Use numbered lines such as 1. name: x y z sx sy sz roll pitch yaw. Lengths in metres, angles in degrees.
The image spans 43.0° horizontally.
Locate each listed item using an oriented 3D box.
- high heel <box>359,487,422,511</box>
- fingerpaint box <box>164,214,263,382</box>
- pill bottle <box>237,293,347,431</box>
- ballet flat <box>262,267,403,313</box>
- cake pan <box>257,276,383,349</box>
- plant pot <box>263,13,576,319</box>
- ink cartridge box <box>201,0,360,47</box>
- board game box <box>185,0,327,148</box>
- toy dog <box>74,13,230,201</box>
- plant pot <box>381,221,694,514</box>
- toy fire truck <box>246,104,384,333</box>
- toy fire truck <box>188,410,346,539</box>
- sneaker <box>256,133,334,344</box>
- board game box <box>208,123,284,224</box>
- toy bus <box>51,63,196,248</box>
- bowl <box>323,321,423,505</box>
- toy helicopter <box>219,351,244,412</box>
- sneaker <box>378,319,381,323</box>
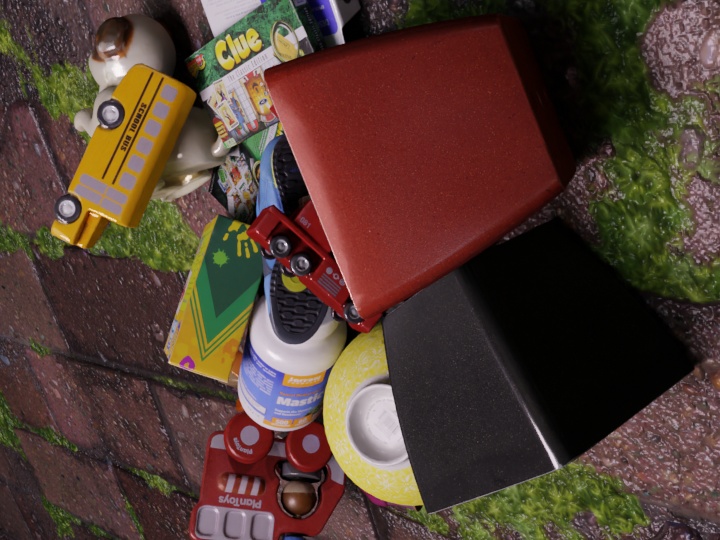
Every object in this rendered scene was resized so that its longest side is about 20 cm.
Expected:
1. high heel: 0.017 0.220 1.130 0.095 0.067 0.203 8 125 31
2. fingerpaint box: -0.167 0.032 1.064 0.072 0.169 0.200 19 174 -12
3. pill bottle: -0.076 0.087 1.034 0.112 0.112 0.201 41 144 17
4. ballet flat: 0.000 0.000 0.925 0.196 0.069 0.069 11 151 -3
5. cake pan: -0.056 0.043 1.113 0.199 0.037 0.203 27 133 33
6. plant pot: 0.067 -0.103 0.738 0.174 0.200 0.203 -20 96 21
7. ink cartridge box: -0.091 -0.282 0.915 0.196 0.043 0.203 1 115 46
8. board game box: -0.102 -0.199 0.922 0.199 0.023 0.106 -15 101 51
9. toy dog: -0.247 -0.195 1.057 0.192 0.139 0.203 -25 88 38
10. plant pot: 0.135 0.076 0.820 0.200 0.198 0.179 -37 79 52
11. toy fire truck: -0.028 -0.056 0.838 0.200 0.142 0.049 41 167 -13
12. toy fire truck: -0.119 0.287 1.211 0.197 0.171 0.112 11 157 -13
13. sneaker: -0.067 -0.031 0.890 0.078 0.065 0.204 171 97 -68
14. board game box: -0.125 -0.132 1.074 0.105 0.023 0.201 45 141 18
15. toy bus: -0.253 -0.116 0.974 0.077 0.202 0.065 25 -179 -1
16. bowl: 0.039 0.150 0.933 0.197 0.107 0.204 0 91 21
17. toy helicopter: -0.097 0.144 1.176 0.197 0.080 0.132 4 162 25
18. sneaker: 0.089 0.130 1.009 0.104 0.076 0.202 -29 94 33
